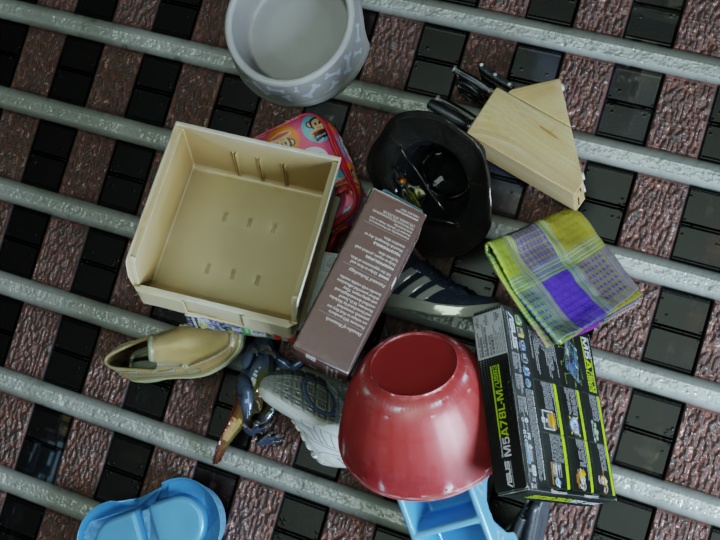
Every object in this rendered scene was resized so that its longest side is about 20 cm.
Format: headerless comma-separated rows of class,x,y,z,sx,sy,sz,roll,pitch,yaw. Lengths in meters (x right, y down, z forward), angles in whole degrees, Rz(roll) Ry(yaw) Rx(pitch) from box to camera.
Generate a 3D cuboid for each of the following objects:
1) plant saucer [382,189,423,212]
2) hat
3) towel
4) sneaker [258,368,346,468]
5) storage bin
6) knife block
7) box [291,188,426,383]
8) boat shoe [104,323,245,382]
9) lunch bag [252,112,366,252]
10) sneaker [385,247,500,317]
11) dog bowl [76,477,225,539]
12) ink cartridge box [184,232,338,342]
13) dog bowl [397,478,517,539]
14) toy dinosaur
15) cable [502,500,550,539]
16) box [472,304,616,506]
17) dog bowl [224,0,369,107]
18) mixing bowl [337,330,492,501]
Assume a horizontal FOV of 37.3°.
plant saucer,0.000,0.000,1.287,0.070,0.019,0.200,32,88,34
hat,0.104,-0.114,1.287,0.081,0.201,0.201,-32,71,-36
towel,0.233,0.002,1.215,0.023,0.200,0.144,-44,73,42
sneaker,-0.040,0.192,1.271,0.200,0.075,0.087,33,120,-11
storage bin,-0.142,-0.045,1.231,0.199,0.094,0.199,13,67,6
knife block,0.169,-0.158,1.294,0.175,0.064,0.201,-13,72,11
box,-0.002,0.019,1.196,0.075,0.100,0.200,28,79,4
boat shoe,-0.237,0.102,1.337,0.200,0.076,0.072,-21,68,29
lunch bag,-0.096,-0.085,1.356,0.199,0.082,0.177,-26,81,11
sneaker,0.075,0.008,1.298,0.199,0.075,0.085,9,89,15
dog bowl,-0.260,0.333,1.355,0.199,0.050,0.112,-21,78,11
ink cartridge box,-0.101,0.025,1.280,0.199,0.050,0.109,8,69,3
dog bowl,0.105,0.284,1.210,0.111,0.050,0.201,-21,90,24
toy dinosaur,-0.138,0.120,1.336,0.200,0.105,0.182,-24,59,21
cable,0.147,0.242,1.249,0.163,0.051,0.201,15,107,27
box,0.204,0.152,1.171,0.047,0.193,0.201,-20,66,34
dog bowl,-0.086,-0.318,1.391,0.199,0.059,0.201,-2,82,13
mixing bowl,0.064,0.138,1.165,0.199,0.109,0.200,-7,39,6
